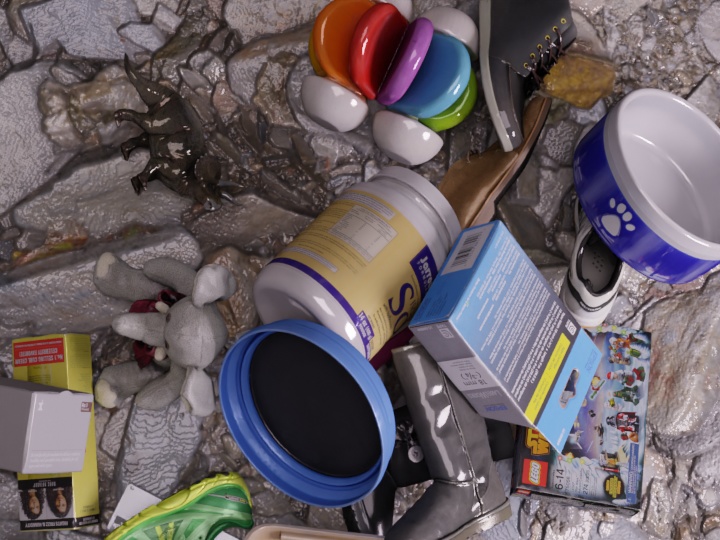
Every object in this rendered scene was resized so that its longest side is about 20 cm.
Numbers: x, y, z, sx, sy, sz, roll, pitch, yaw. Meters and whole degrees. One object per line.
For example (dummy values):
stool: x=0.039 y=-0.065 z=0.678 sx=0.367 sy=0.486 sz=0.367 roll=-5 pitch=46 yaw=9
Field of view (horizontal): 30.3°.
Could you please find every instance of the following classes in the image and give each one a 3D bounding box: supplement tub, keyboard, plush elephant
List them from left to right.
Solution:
plush elephant: x=-0.195 y=0.065 z=1.382 sx=0.197 sy=0.155 sz=0.168 roll=6 pitch=83 yaw=-2
keyboard: x=-0.174 y=0.298 z=1.431 sx=0.198 sy=0.011 sz=0.057 roll=27 pitch=77 yaw=0
supplement tub: x=0.000 y=0.000 z=1.388 sx=0.145 sy=0.146 sz=0.200 roll=44 pitch=63 yaw=2

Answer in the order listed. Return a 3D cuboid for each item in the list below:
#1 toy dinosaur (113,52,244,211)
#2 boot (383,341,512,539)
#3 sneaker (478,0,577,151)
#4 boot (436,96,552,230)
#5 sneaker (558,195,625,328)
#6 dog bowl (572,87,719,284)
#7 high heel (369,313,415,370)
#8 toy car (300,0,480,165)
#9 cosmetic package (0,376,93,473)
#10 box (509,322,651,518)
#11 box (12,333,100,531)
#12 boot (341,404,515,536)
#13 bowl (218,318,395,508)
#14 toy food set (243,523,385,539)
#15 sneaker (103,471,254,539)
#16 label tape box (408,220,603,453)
toy dinosaur: x=-0.210 y=-0.142 z=1.458 sx=0.101 sy=0.077 sz=0.202 roll=-19 pitch=80 yaw=-17
boot: x=0.070 y=0.174 z=1.349 sx=0.180 sy=0.072 sz=0.203 roll=-18 pitch=97 yaw=-43
sneaker: x=0.186 y=-0.225 z=1.441 sx=0.105 sy=0.075 sz=0.203 roll=-8 pitch=60 yaw=13
boot: x=0.142 y=-0.118 z=1.470 sx=0.075 sy=0.074 sz=0.201 roll=32 pitch=85 yaw=11
sneaker: x=0.269 y=-0.039 z=1.443 sx=0.074 sy=0.088 sz=0.203 roll=12 pitch=67 yaw=1
dog bowl: x=0.325 y=-0.090 z=1.418 sx=0.198 sy=0.079 sz=0.202 roll=19 pitch=51 yaw=-25
high heel: x=-0.006 y=0.120 z=1.450 sx=0.198 sy=0.067 sz=0.097 roll=-29 pitch=119 yaw=-12
toy car: x=0.037 y=-0.226 z=1.433 sx=0.198 sy=0.150 sz=0.177 roll=25 pitch=82 yaw=0
cosmetic package: x=-0.382 y=0.150 z=1.349 sx=0.197 sy=0.107 sz=0.092 roll=9 pitch=88 yaw=26
box: x=0.238 y=0.153 z=1.429 sx=0.135 sy=0.040 sz=0.203 roll=10 pitch=67 yaw=-2
box: x=-0.322 y=0.171 z=1.405 sx=0.074 sy=0.050 sz=0.204 roll=-6 pitch=83 yaw=21
boot: x=0.075 y=0.220 z=1.432 sx=0.197 sy=0.066 sz=0.167 roll=-19 pitch=98 yaw=-16
bowl: x=-0.052 y=0.140 z=1.326 sx=0.201 sy=0.201 sz=0.039 roll=49 pitch=42 yaw=3
toy food set: x=-0.032 y=0.345 z=1.372 sx=0.197 sy=0.061 sz=0.145 roll=7 pitch=116 yaw=-2
sneaker: x=-0.200 y=0.285 z=1.388 sx=0.198 sy=0.074 sz=0.084 roll=-28 pitch=79 yaw=-11
label tape box: x=0.153 y=0.073 z=1.371 sx=0.201 sy=0.063 sz=0.145 roll=50 pitch=51 yaw=-23
